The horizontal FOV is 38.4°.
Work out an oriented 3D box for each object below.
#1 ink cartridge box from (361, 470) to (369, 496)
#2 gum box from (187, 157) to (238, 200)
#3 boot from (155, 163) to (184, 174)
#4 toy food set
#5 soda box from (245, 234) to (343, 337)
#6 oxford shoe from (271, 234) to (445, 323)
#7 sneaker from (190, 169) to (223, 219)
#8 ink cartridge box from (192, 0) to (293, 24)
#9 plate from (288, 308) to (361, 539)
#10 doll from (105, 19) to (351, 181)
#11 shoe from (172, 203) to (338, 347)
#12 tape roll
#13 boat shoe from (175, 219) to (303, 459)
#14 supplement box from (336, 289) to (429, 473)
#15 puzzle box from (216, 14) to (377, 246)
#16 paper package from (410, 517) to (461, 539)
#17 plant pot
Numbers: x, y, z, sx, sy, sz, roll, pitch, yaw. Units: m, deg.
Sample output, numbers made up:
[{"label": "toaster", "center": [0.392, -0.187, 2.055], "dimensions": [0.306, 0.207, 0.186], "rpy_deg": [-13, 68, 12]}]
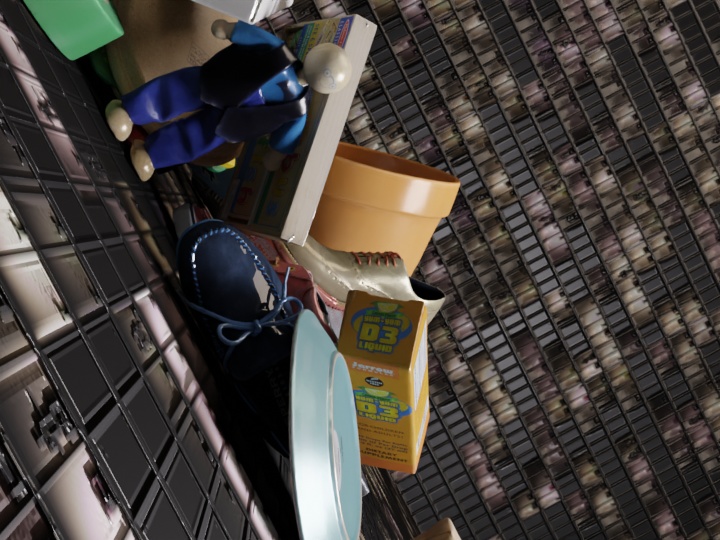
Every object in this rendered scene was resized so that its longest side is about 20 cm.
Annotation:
[{"label": "ink cartridge box", "center": [-0.066, 0.126, 1.126], "dimensions": [0.199, 0.043, 0.200], "rpy_deg": [62, -2, -26]}, {"label": "gum box", "center": [-0.153, -0.168, 1.169], "dimensions": [0.200, 0.044, 0.171], "rpy_deg": [42, -39, 34]}, {"label": "boot", "center": [-0.205, -0.191, 1.046], "dimensions": [0.200, 0.076, 0.169], "rpy_deg": [-94, 161, -79]}, {"label": "toy food set", "center": [-0.166, -0.186, 0.946], "dimensions": [0.199, 0.048, 0.200], "rpy_deg": [21, 60, -51]}, {"label": "soda box", "center": [-0.061, 0.033, 1.011], "dimensions": [0.200, 0.068, 0.064], "rpy_deg": [45, 7, -3]}, {"label": "oxford shoe", "center": [0.000, 0.000, 0.970], "dimensions": [0.200, 0.075, 0.071], "rpy_deg": [32, 21, -41]}, {"label": "sneaker", "center": [-0.174, -0.094, 1.294], "dimensions": [0.116, 0.075, 0.200], "rpy_deg": [58, -12, -2]}, {"label": "ink cartridge box", "center": [-0.125, -0.276, 0.854], "dimensions": [0.144, 0.085, 0.200], "rpy_deg": [21, 19, -2]}, {"label": "plate", "center": [-0.020, 0.126, 0.729], "dimensions": [0.200, 0.025, 0.202], "rpy_deg": [-5, 90, -84]}, {"label": "doll", "center": [-0.100, -0.137, 0.846], "dimensions": [0.049, 0.199, 0.137], "rpy_deg": [-91, 159, -58]}, {"label": "shoe", "center": [-0.088, 0.012, 0.891], "dimensions": [0.201, 0.091, 0.072], "rpy_deg": [62, -2, 25]}, {"label": "tape roll", "center": [-0.249, -0.262, 0.787], "dimensions": [0.201, 0.048, 0.200], "rpy_deg": [62, -2, 4]}, {"label": "boat shoe", "center": [-0.067, 0.053, 0.759], "dimensions": [0.201, 0.084, 0.069], "rpy_deg": [61, -11, -24]}, {"label": "supplement box", "center": [0.021, 0.099, 0.879], "dimensions": [0.201, 0.066, 0.069], "rpy_deg": [84, 19, -53]}, {"label": "puzzle box", "center": [-0.060, -0.125, 0.915], "dimensions": [0.025, 0.202, 0.133], "rpy_deg": [21, -5, -33]}, {"label": "paper package", "center": [0.088, 0.353, 0.985], "dimensions": [0.201, 0.103, 0.191], "rpy_deg": [63, -2, 11]}, {"label": "plant pot", "center": [0.001, -0.061, 1.177], "dimensions": [0.200, 0.198, 0.141], "rpy_deg": [-124, -133, -74]}]
